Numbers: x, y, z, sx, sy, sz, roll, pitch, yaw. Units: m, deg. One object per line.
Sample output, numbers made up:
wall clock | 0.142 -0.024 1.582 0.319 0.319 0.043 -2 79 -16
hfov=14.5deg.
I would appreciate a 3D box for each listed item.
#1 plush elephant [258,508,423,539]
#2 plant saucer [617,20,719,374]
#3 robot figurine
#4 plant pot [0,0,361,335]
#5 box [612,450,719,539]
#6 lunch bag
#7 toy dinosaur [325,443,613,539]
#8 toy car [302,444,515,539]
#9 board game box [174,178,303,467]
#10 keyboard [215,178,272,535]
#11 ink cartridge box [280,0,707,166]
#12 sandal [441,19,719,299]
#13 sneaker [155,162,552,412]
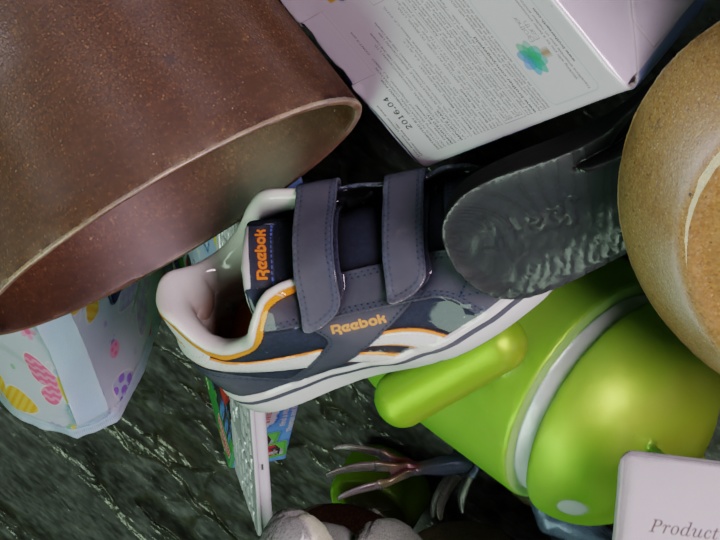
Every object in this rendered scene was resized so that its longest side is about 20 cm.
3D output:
plush elephant | 0.015 0.211 1.394 0.155 0.165 0.200 36 -164 17
plant saucer | 0.192 -0.012 1.059 0.199 0.035 0.201 8 126 11
robot figurine | 0.080 0.036 1.289 0.200 0.116 0.175 36 -168 29
plant pot | -0.130 -0.105 1.196 0.201 0.186 0.187 59 154 7
box | 0.204 0.175 1.210 0.198 0.131 0.200 6 160 10
lunch bag | -0.176 -0.031 1.480 0.200 0.127 0.170 -118 7 -46
toy dinosaur | 0.084 0.089 1.457 0.105 0.199 0.182 65 -176 -80
toy car | 0.056 0.196 1.549 0.199 0.165 0.158 -5 129 40
board game box | -0.060 -0.011 1.419 0.200 0.036 0.152 107 150 -60
keyboard | -0.059 0.032 1.351 0.056 0.011 0.201 -124 26 -53
ink cartridge box | 0.035 -0.126 1.164 0.137 0.076 0.200 49 151 -12
sandal | 0.121 -0.037 1.112 0.200 0.048 0.075 -31 115 25
sneaker | 0.000 0.000 1.215 0.199 0.079 0.079 -26 136 28
